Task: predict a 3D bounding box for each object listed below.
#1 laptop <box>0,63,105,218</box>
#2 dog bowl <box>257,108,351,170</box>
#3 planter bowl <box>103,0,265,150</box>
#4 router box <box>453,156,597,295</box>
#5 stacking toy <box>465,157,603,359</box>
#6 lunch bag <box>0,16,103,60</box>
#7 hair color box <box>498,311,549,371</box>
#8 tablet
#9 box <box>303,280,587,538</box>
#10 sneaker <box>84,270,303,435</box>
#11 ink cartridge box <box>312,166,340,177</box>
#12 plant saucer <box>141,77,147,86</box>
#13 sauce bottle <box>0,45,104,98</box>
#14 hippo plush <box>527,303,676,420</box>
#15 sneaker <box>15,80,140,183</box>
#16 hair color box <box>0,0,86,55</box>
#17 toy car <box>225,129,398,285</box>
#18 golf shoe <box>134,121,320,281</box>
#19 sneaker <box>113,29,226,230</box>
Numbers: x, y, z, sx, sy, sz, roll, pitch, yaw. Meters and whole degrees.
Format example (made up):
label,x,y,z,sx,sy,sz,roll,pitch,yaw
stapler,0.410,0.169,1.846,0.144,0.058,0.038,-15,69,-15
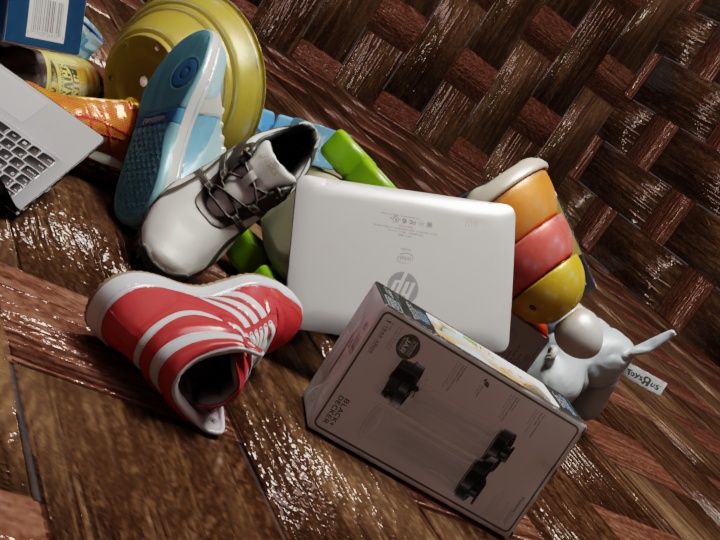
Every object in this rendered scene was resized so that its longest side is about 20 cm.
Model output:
label,x,y,z,sx,sy,sz,roll,pitch,yaw
laptop,-0.303,-0.143,0.788,0.186,0.116,0.201,35,40,-1
dog bowl,-0.111,-0.174,1.322,0.197,0.050,0.111,19,7,7
planter bowl,-0.201,-0.191,1.084,0.200,0.202,0.083,38,21,17
router box,0.144,-0.013,1.194,0.159,0.198,0.052,63,11,-4
stacking toy,0.180,0.002,1.074,0.201,0.146,0.146,54,16,9
lunch bag,-0.392,-0.299,1.171,0.160,0.083,0.200,41,4,28
hair color box,0.089,0.052,1.130,0.199,0.112,0.064,35,13,-2
tablet,0.036,-0.005,0.902,0.196,0.133,0.014,7,-12,-10
box,0.066,0.113,0.845,0.198,0.118,0.060,30,11,-15
sneaker,-0.087,0.056,0.747,0.112,0.072,0.199,38,20,32
ink cartridge box,-0.030,-0.057,1.302,0.164,0.076,0.199,40,13,16
plant saucer,-0.237,-0.196,1.369,0.198,0.032,0.200,33,13,-8
sauce bottle,-0.322,-0.183,1.034,0.066,0.067,0.200,36,15,8
hippo plush,0.238,0.130,1.261,0.198,0.162,0.160,26,36,37
sneaker,-0.247,-0.134,0.984,0.072,0.079,0.199,7,-12,37
hair color box,-0.363,-0.248,0.982,0.197,0.062,0.100,14,9,25
toy car,0.000,0.000,1.024,0.200,0.164,0.158,42,7,-31
golf shoe,-0.111,-0.069,0.905,0.078,0.094,0.200,48,55,-7
sneaker,-0.147,-0.112,0.999,0.079,0.203,0.130,6,-18,41
